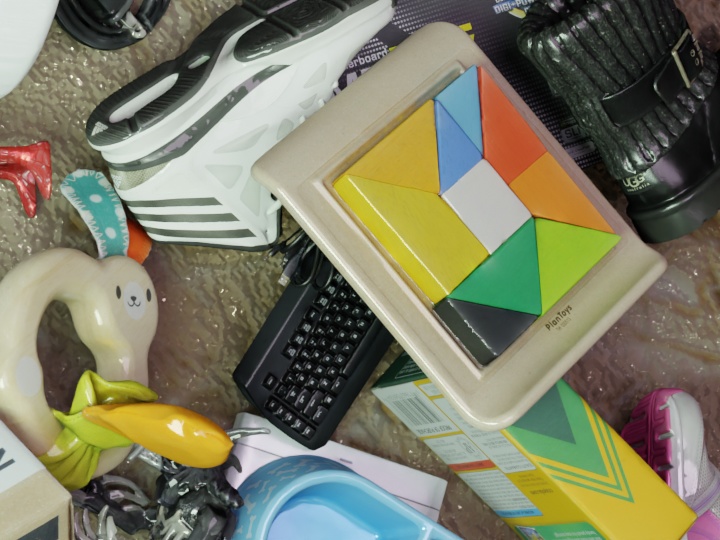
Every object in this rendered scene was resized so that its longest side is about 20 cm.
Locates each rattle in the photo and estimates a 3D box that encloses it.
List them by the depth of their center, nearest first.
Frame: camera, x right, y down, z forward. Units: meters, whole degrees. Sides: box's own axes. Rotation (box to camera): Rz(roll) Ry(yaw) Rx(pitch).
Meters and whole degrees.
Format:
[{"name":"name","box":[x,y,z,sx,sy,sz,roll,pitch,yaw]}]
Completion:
[{"name":"rattle","box":[-0.115,0.019,1.478,0.130,0.143,0.200,49,42,-18]}]

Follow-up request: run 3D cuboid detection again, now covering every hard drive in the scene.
[{"name":"hard drive","box":[-0.037,0.197,1.582,0.132,0.027,0.200,20,78,-16]}]

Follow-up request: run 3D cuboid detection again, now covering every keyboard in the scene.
[{"name":"keyboard","box":[0.000,0.000,1.561,0.104,0.040,0.200,37,79,-30]}]

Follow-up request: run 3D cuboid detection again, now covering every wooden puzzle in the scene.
[{"name":"wooden puzzle","box":[0.061,-0.032,1.523,0.200,0.037,0.185,47,50,2]}]

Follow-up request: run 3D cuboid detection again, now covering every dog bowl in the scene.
[{"name":"dog bowl","box":[0.013,0.183,1.561,0.200,0.050,0.112,34,74,-14]}]

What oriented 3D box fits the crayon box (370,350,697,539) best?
[{"name":"crayon box","box":[0.110,0.116,1.590,0.200,0.126,0.052,46,71,-9]}]

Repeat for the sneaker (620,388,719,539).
[{"name":"sneaker","box":[0.209,0.166,1.648,0.088,0.081,0.200,-12,96,-21]}]

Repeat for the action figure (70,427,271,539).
[{"name":"action figure","box":[-0.133,0.155,1.510,0.102,0.119,0.200,34,80,-17]}]

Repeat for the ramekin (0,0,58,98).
[{"name":"ramekin","box":[-0.227,-0.185,1.476,0.098,0.200,0.201,9,81,-26]}]

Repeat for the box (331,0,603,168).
[{"name":"box","box":[0.057,-0.118,1.642,0.200,0.044,0.160,-18,90,-20]}]

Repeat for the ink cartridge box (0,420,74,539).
[{"name":"ink cartridge box","box":[-0.270,0.111,1.406,0.165,0.075,0.200,-31,58,-30]}]

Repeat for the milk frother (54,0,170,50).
[{"name":"milk frother","box":[-0.067,-0.214,1.535,0.180,0.188,0.200,25,76,-14]}]

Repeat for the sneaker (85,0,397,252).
[{"name":"sneaker","box":[-0.053,-0.085,1.566,0.200,0.076,0.115,-33,121,-16]}]

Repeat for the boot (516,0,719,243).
[{"name":"boot","box":[0.189,-0.133,1.631,0.158,0.079,0.211,57,44,-15]}]

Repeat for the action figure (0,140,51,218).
[{"name":"action figure","box":[-0.272,-0.025,1.506,0.200,0.065,0.099,2,74,-19]}]
